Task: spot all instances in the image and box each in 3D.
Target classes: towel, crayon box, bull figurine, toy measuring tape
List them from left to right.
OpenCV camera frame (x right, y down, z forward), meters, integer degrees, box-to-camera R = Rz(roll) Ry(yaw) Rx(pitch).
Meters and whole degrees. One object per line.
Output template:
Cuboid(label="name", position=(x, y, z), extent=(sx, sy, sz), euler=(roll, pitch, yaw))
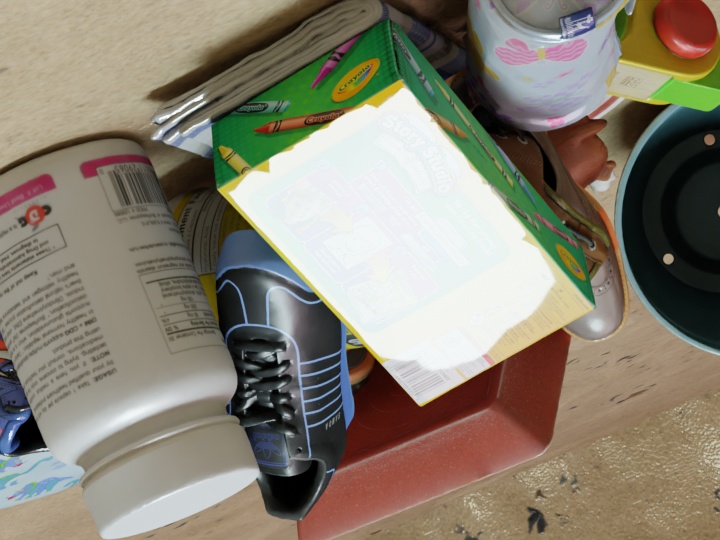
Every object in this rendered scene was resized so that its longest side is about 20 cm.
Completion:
Cuboid(label="towel", position=(-0.023, -0.103, 1.545), extent=(0.147, 0.024, 0.200), euler=(-29, 169, 14))
Cuboid(label="crayon box", position=(0.025, -0.028, 1.485), extent=(0.119, 0.058, 0.200), euler=(-30, 126, 17))
Cuboid(label="bull figurine", position=(0.073, -0.045, 1.770), extent=(0.200, 0.065, 0.121), euler=(-23, 173, 11))
Cuboid(label="toy measuring tape", position=(0.149, -0.144, 1.646), extent=(0.200, 0.074, 0.074), euler=(10, 152, -27))

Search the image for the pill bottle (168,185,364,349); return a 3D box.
Cuboid(label="pill bottle", position=(-0.059, -0.001, 1.645), extent=(0.200, 0.111, 0.111), euler=(-9, 177, 33))

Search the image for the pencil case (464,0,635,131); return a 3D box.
Cuboid(label="pencil case", position=(0.102, -0.138, 1.480), extent=(0.091, 0.083, 0.200), euler=(-21, 168, -5))

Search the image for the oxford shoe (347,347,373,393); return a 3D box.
Cuboid(label="oxford shoe", position=(-0.067, 0.060, 1.804), extent=(0.200, 0.073, 0.071), euler=(13, -143, 41))

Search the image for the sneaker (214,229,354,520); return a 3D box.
Cuboid(label="sneaker", position=(-0.045, 0.063, 1.561), extent=(0.070, 0.078, 0.200), euler=(4, 142, 17))

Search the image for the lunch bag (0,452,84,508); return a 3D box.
Cuboid(label="lunch bag", position=(-0.238, 0.109, 1.917), extent=(0.200, 0.083, 0.161), euler=(-15, 166, -34))

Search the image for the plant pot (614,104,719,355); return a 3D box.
Cuboid(label="plant pot", position=(0.277, -0.043, 2.006), extent=(0.200, 0.200, 0.188), euler=(-24, -177, 2))

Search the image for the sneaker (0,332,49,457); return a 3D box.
Cuboid(label="sneaker", position=(-0.218, 0.067, 1.636), extent=(0.200, 0.078, 0.075), euler=(13, 139, -7))

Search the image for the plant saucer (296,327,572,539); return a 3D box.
Cuboid(label="plant saucer", position=(0.045, 0.066, 1.756), extent=(0.200, 0.037, 0.200), euler=(-25, -149, 32))

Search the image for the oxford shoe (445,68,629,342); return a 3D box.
Cuboid(label="oxford shoe", position=(0.105, -0.032, 1.656), extent=(0.071, 0.200, 0.073), euler=(-27, -159, 12))

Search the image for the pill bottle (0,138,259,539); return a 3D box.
Cuboid(label="pill bottle", position=(-0.136, 0.039, 1.520), extent=(0.113, 0.200, 0.113), euler=(-22, 168, -5))

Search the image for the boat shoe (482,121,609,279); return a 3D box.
Cuboid(label="boat shoe", position=(0.067, -0.054, 1.566), extent=(0.068, 0.072, 0.200), euler=(-47, 125, -5))

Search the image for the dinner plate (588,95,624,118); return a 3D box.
Cuboid(label="dinner plate", position=(0.085, -0.095, 1.781), extent=(0.200, 0.024, 0.200), euler=(-22, 167, -5))
